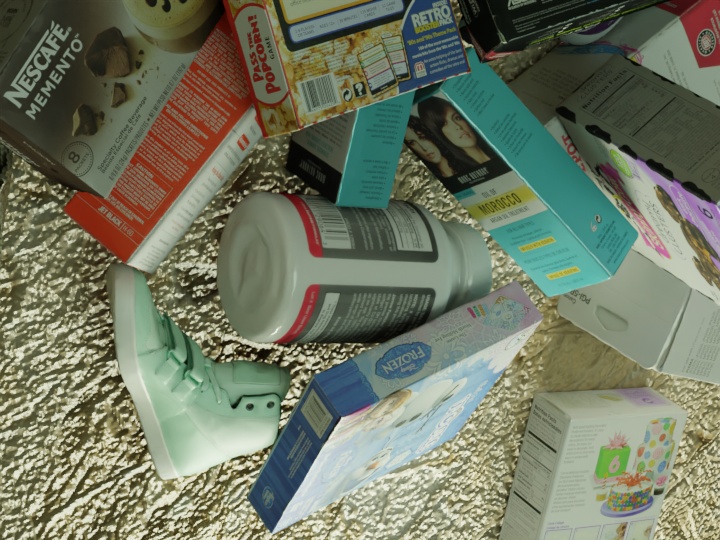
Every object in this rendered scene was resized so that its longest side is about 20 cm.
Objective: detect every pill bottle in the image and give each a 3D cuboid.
[{"bbox_3d":[0.000,0.000,1.239,0.199,0.111,0.112,2,111,-35],"label":"pill bottle"}]

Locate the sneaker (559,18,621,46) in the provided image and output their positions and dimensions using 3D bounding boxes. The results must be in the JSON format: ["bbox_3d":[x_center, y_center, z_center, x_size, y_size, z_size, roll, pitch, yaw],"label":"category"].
[{"bbox_3d":[0.224,-0.260,1.268,0.200,0.074,0.088,-45,163,-7],"label":"sneaker"}]

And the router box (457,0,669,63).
[{"bbox_3d":[0.149,-0.246,1.123,0.199,0.062,0.151,-19,88,-13],"label":"router box"}]

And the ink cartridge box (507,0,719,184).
[{"bbox_3d":[0.218,-0.129,1.337,0.199,0.086,0.148,-36,126,-11],"label":"ink cartridge box"}]

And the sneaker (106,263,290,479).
[{"bbox_3d":[-0.116,0.062,1.200,0.117,0.074,0.201,-15,131,-2],"label":"sneaker"}]

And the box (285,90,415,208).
[{"bbox_3d":[0.004,-0.153,1.188,0.049,0.082,0.202,2,111,-33],"label":"box"}]

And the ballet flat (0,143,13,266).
[{"bbox_3d":[-0.268,-0.007,1.104,0.067,0.046,0.202,2,110,-33],"label":"ballet flat"}]

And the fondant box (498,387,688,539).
[{"bbox_3d":[0.210,0.212,1.510,0.143,0.058,0.202,0,113,-33],"label":"fondant box"}]

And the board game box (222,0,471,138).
[{"bbox_3d":[-0.021,-0.204,1.058,0.151,0.046,0.202,-21,99,-35],"label":"board game box"}]

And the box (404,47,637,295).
[{"bbox_3d":[0.115,-0.072,1.242,0.200,0.082,0.049,45,60,-16],"label":"box"}]

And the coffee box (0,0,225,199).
[{"bbox_3d":[-0.169,-0.163,1.054,0.113,0.080,0.201,40,77,-38],"label":"coffee box"}]

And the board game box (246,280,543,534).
[{"bbox_3d":[0.024,0.108,1.268,0.198,0.043,0.200,-25,159,-32],"label":"board game box"}]

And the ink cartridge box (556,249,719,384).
[{"bbox_3d":[0.295,0.039,1.426,0.199,0.147,0.083,12,104,-37],"label":"ink cartridge box"}]

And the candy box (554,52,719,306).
[{"bbox_3d":[0.254,-0.053,1.215,0.071,0.200,0.168,-41,127,-6],"label":"candy box"}]

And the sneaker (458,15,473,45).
[{"bbox_3d":[0.136,-0.243,1.189,0.200,0.072,0.083,-39,94,-13],"label":"sneaker"}]

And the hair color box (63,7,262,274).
[{"bbox_3d":[-0.112,-0.096,1.124,0.061,0.102,0.200,39,88,4],"label":"hair color box"}]
